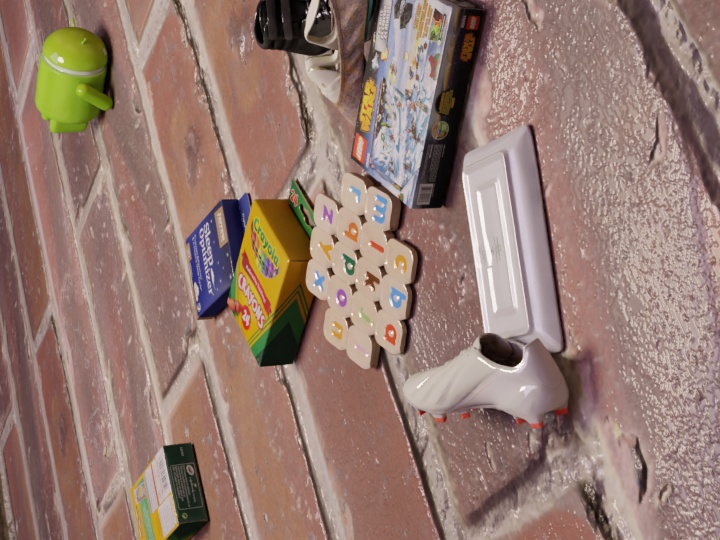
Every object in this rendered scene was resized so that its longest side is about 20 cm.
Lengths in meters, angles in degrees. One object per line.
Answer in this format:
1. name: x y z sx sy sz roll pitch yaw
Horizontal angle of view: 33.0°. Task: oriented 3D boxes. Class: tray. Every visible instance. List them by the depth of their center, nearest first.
1. tray: 0.127 -0.020 1.080 0.107 0.022 0.200 -22 73 62

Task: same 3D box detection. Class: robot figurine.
1. robot figurine: -0.512 -0.341 2.149 0.175 0.116 0.200 52 136 38

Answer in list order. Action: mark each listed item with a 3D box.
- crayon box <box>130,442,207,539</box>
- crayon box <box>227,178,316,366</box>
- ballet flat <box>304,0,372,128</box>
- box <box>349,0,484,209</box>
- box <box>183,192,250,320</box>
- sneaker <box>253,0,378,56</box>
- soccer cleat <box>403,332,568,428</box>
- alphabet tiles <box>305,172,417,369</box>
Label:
1. crayon box: -0.301 0.363 1.893 0.200 0.052 0.126 -49 51 52
2. crayon box: -0.103 0.002 1.486 0.127 0.051 0.200 57 140 44
3. ballet flat: -0.024 -0.231 1.252 0.068 0.067 0.200 -109 16 -49
4. box: 0.051 -0.178 1.188 0.137 0.040 0.200 45 131 50
5. box: -0.193 -0.019 1.673 0.200 0.032 0.121 -37 60 56
6. sneaker: -0.050 -0.277 1.305 0.200 0.099 0.071 -18 75 60
7. soccer cleat: 0.106 0.091 1.078 0.200 0.069 0.078 -4 107 55
8. alphabet tiles: 0.000 0.000 1.319 0.196 0.015 0.200 34 122 50
